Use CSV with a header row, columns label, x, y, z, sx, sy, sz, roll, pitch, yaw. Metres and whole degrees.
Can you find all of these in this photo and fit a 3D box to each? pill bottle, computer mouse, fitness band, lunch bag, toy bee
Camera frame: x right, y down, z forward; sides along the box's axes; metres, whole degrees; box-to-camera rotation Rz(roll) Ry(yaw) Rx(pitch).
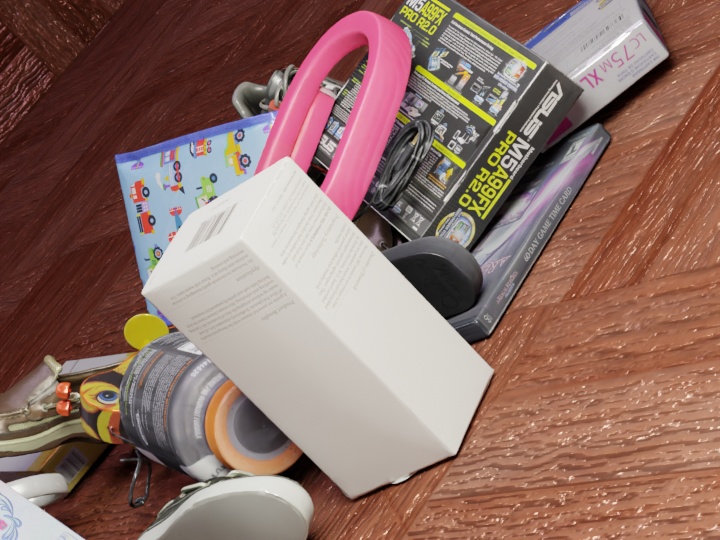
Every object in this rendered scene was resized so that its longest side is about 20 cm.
label,x,y,z,sx,sy,sz,roll,pitch,yaw
pill bottle,-0.101,0.102,1.539,0.106,0.106,0.200,-49,17,-12
computer mouse,0.000,-0.028,1.526,0.200,0.034,0.059,-51,29,31
fitness band,-0.023,-0.094,1.559,0.144,0.037,0.200,-4,64,61
lunch bag,-0.099,-0.043,1.745,0.094,0.151,0.200,-13,1,-39
toy bee,-0.183,0.095,1.708,0.200,0.109,0.131,-30,-46,-69

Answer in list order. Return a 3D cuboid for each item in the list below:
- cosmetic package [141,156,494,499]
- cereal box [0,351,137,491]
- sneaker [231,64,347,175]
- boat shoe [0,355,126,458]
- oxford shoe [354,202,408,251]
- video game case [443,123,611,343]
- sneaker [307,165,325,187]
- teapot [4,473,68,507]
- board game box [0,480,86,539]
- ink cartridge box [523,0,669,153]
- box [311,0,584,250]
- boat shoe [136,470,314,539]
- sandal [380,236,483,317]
label,x,y,z,sx,sy,sz,roll,pitch,yaw
cosmetic package,-0.025,0.040,1.343,0.108,0.200,0.085,-26,26,41
cereal box,-0.269,0.141,1.956,0.144,0.040,0.200,-52,18,-22
sneaker,-0.039,-0.126,1.728,0.200,0.082,0.077,-1,53,51
boat shoe,-0.262,0.105,1.766,0.202,0.075,0.075,-5,16,-28
oxford shoe,0.000,0.000,1.608,0.084,0.073,0.200,1,51,56
video game case,0.088,-0.015,1.523,0.143,0.019,0.200,-22,27,53
sneaker,-0.012,-0.077,1.801,0.130,0.079,0.199,-50,17,-20
teapot,-0.355,0.221,1.792,0.200,0.146,0.198,29,115,36
board game box,-0.325,0.247,1.622,0.200,0.199,0.043,-50,-27,-18
ink cartridge box,0.170,-0.162,1.620,0.119,0.042,0.200,-38,15,14
box,0.056,-0.111,1.567,0.160,0.044,0.200,-54,36,5
boat shoe,-0.093,0.165,1.433,0.200,0.071,0.064,-29,24,47
sandal,-0.003,0.028,1.475,0.200,0.076,0.043,-27,26,45
